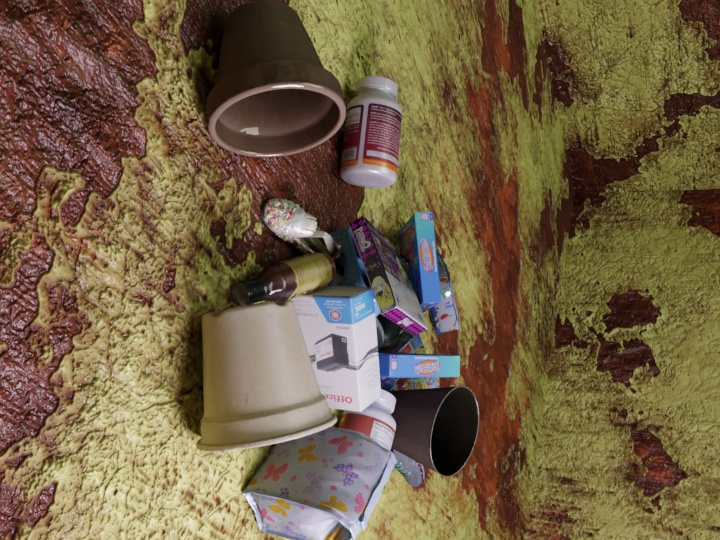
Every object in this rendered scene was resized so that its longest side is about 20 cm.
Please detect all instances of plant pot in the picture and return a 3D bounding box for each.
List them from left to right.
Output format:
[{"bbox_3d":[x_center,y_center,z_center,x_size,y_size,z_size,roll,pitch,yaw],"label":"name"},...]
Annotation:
[{"bbox_3d":[-0.146,0.141,0.969,0.200,0.200,0.184,-3,83,-63],"label":"plant pot"},{"bbox_3d":[-0.132,-0.287,0.987,0.200,0.200,0.175,19,56,-62],"label":"plant pot"}]

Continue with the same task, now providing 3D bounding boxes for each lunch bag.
[{"bbox_3d":[-0.059,0.354,1.112,0.170,0.200,0.127,-56,138,-48],"label":"lunch bag"},{"bbox_3d":[0.188,0.056,1.657,0.200,0.075,0.160,-95,171,-56],"label":"lunch bag"}]

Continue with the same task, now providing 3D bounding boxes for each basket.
[{"bbox_3d":[0.123,0.316,1.410,0.136,0.200,0.181,32,69,-36],"label":"basket"}]

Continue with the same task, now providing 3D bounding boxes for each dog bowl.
[{"bbox_3d":[0.000,0.000,1.280,0.111,0.050,0.200,29,38,-47],"label":"dog bowl"}]

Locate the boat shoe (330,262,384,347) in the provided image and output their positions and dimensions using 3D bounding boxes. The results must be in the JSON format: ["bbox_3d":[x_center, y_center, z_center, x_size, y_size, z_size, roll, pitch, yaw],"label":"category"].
[{"bbox_3d":[-0.009,0.067,1.334,0.200,0.070,0.066,52,37,-27],"label":"boat shoe"}]

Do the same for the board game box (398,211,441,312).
[{"bbox_3d":[0.130,-0.013,1.516,0.152,0.045,0.200,127,-40,-73],"label":"board game box"}]

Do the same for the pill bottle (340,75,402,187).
[{"bbox_3d":[0.024,-0.273,1.345,0.113,0.113,0.200,22,72,-61],"label":"pill bottle"}]

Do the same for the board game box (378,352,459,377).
[{"bbox_3d":[0.076,0.187,1.349,0.200,0.152,0.045,7,82,-42],"label":"board game box"}]

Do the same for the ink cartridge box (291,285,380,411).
[{"bbox_3d":[-0.051,0.132,1.178,0.084,0.145,0.200,-24,113,-60],"label":"ink cartridge box"}]

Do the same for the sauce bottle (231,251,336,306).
[{"bbox_3d":[-0.124,0.017,1.108,0.200,0.066,0.066,-18,108,-48],"label":"sauce bottle"}]

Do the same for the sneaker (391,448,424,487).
[{"bbox_3d":[0.080,0.428,1.546,0.088,0.074,0.200,-42,117,-43],"label":"sneaker"}]

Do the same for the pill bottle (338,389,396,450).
[{"bbox_3d":[0.005,0.335,1.335,0.112,0.112,0.200,57,42,-48],"label":"pill bottle"}]

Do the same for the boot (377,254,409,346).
[{"bbox_3d":[0.056,0.058,1.457,0.200,0.076,0.168,-35,126,-66],"label":"boot"}]

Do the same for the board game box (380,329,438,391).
[{"bbox_3d":[0.099,0.241,1.535,0.135,0.034,0.200,-39,131,-21],"label":"board game box"}]

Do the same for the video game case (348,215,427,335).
[{"bbox_3d":[0.054,0.014,1.236,0.200,0.036,0.182,37,32,-65],"label":"video game case"}]

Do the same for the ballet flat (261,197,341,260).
[{"bbox_3d":[-0.093,-0.069,1.179,0.200,0.064,0.076,40,57,-56],"label":"ballet flat"}]
